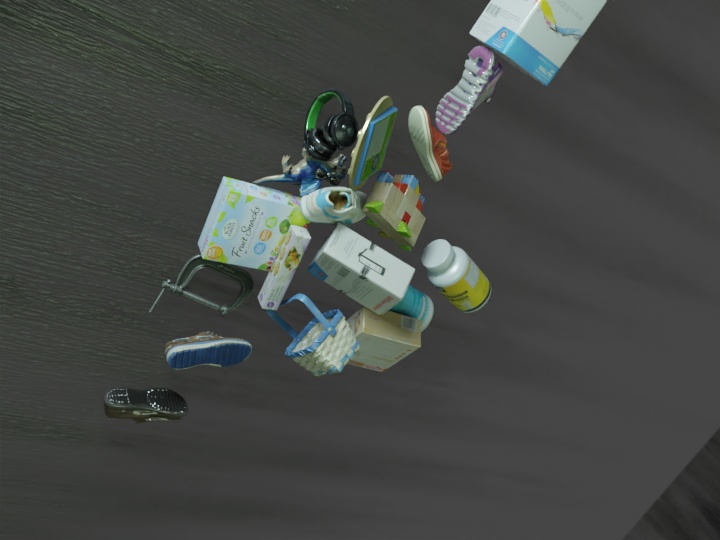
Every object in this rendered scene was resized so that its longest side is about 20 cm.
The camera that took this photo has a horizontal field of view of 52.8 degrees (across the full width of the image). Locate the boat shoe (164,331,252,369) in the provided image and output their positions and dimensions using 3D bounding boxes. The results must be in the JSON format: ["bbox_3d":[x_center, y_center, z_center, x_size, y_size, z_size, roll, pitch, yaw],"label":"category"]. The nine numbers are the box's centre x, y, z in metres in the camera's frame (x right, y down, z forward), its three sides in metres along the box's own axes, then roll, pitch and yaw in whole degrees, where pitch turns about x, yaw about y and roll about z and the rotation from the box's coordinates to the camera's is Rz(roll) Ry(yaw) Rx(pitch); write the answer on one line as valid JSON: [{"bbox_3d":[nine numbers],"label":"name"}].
[{"bbox_3d":[-0.346,0.172,1.649,0.199,0.072,0.073,1,121,-32],"label":"boat shoe"}]

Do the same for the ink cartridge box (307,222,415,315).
[{"bbox_3d":[0.000,0.000,1.597,0.199,0.146,0.085,31,65,-8],"label":"ink cartridge box"}]

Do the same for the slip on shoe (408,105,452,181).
[{"bbox_3d":[0.155,-0.283,1.584,0.061,0.074,0.200,-36,136,-7],"label":"slip on shoe"}]

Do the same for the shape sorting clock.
[{"bbox_3d":[0.020,-0.260,1.482,0.201,0.039,0.200,-58,164,-27],"label":"shape sorting clock"}]

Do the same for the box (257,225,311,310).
[{"bbox_3d":[-0.165,-0.004,1.555,0.038,0.042,0.201,10,123,-31],"label":"box"}]

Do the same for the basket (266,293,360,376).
[{"bbox_3d":[-0.114,0.140,1.655,0.200,0.176,0.139,46,60,-18],"label":"basket"}]

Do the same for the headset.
[{"bbox_3d":[-0.068,-0.260,1.410,0.094,0.201,0.123,9,154,-44],"label":"headset"}]

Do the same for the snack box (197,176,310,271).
[{"bbox_3d":[-0.221,-0.090,1.533,0.199,0.068,0.169,11,118,-30],"label":"snack box"}]

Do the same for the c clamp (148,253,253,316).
[{"bbox_3d":[-0.342,0.045,1.600,0.199,0.027,0.172,21,106,-33],"label":"c clamp"}]

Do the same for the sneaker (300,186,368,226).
[{"bbox_3d":[-0.035,-0.139,1.543,0.199,0.080,0.077,-11,86,-52],"label":"sneaker"}]

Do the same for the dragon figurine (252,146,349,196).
[{"bbox_3d":[-0.118,-0.197,1.516,0.199,0.059,0.100,-31,130,-3],"label":"dragon figurine"}]

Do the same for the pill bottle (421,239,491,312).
[{"bbox_3d":[0.234,0.011,1.795,0.112,0.112,0.200,-42,129,6],"label":"pill bottle"}]

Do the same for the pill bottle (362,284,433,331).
[{"bbox_3d":[0.080,0.073,1.763,0.200,0.111,0.111,32,105,-38],"label":"pill bottle"}]

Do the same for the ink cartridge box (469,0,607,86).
[{"bbox_3d":[0.358,-0.515,1.472,0.145,0.147,0.201,22,111,-35],"label":"ink cartridge box"}]

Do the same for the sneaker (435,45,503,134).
[{"bbox_3d":[0.241,-0.377,1.561,0.088,0.081,0.201,5,125,-49],"label":"sneaker"}]

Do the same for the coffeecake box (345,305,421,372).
[{"bbox_3d":[0.033,0.168,1.750,0.153,0.074,0.200,16,149,-20],"label":"coffeecake box"}]

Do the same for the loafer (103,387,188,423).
[{"bbox_3d":[-0.501,0.317,1.684,0.199,0.073,0.071,14,126,-27],"label":"loafer"}]

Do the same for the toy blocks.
[{"bbox_3d":[0.087,-0.150,1.610,0.200,0.099,0.137,40,69,-46],"label":"toy blocks"}]
